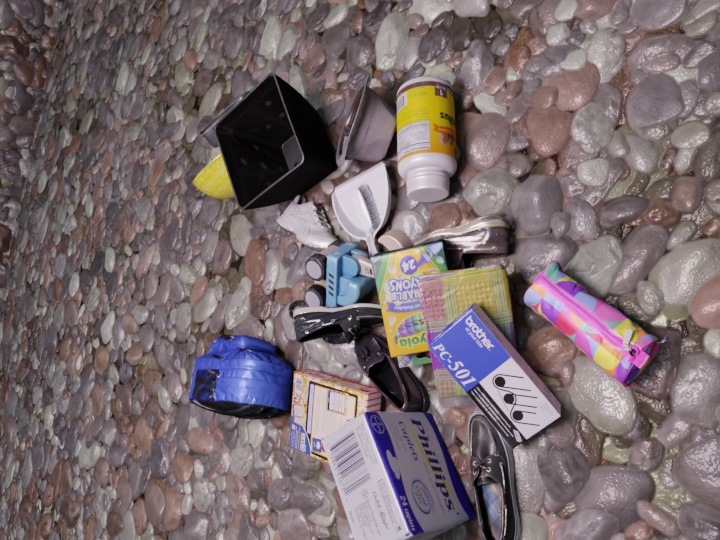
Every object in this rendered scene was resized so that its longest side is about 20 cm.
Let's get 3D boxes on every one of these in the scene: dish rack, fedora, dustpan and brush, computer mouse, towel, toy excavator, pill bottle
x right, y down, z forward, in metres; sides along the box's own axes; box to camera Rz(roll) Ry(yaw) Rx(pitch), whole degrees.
[{"bbox_3d":[-0.272,-0.351,1.353,0.151,0.200,0.055,-33,100,19],"label":"dish rack"},{"bbox_3d":[0.018,-0.274,1.120,0.200,0.088,0.182,158,128,-76],"label":"fedora"},{"bbox_3d":[0.016,-0.091,1.132,0.137,0.057,0.205,-22,86,31],"label":"dustpan and brush"},{"bbox_3d":[-0.084,0.103,1.201,0.198,0.033,0.060,21,111,46],"label":"computer mouse"},{"bbox_3d":[0.173,0.094,0.916,0.139,0.023,0.206,-9,96,14],"label":"towel"},{"bbox_3d":[0.000,0.000,1.082,0.196,0.099,0.200,19,121,26],"label":"toy excavator"},{"bbox_3d":[0.119,-0.233,1.046,0.107,0.108,0.206,-10,75,37],"label":"pill bottle"}]

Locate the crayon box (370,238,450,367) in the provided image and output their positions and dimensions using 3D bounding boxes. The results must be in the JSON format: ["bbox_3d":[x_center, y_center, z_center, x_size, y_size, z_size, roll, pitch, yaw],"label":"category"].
[{"bbox_3d":[0.098,0.062,0.966,0.122,0.052,0.206,-11,96,14],"label":"crayon box"}]

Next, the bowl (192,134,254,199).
[{"bbox_3d":[-0.289,-0.231,1.375,0.198,0.201,0.108,-34,103,29],"label":"bowl"}]

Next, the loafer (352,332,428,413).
[{"bbox_3d":[0.044,0.181,1.050,0.200,0.062,0.073,45,110,37],"label":"loafer"}]

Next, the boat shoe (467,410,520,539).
[{"bbox_3d":[0.201,0.319,0.892,0.068,0.056,0.206,-23,67,34],"label":"boat shoe"}]

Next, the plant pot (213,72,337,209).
[{"bbox_3d":[-0.164,-0.258,1.233,0.197,0.176,0.205,-29,75,31],"label":"plant pot"}]

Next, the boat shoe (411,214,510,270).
[{"bbox_3d":[0.163,-0.032,0.990,0.197,0.074,0.076,-20,68,37],"label":"boat shoe"}]

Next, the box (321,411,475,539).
[{"bbox_3d":[0.061,0.329,0.913,0.104,0.198,0.187,-38,59,24],"label":"box"}]

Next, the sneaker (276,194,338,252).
[{"bbox_3d":[-0.105,-0.099,1.233,0.199,0.074,0.089,35,98,38],"label":"sneaker"}]

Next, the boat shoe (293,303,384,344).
[{"bbox_3d":[-0.032,0.105,1.084,0.193,0.075,0.068,-1,64,3],"label":"boat shoe"}]

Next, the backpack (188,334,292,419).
[{"bbox_3d":[-0.244,0.224,1.219,0.196,0.161,0.173,-4,74,40],"label":"backpack"}]

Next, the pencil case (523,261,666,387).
[{"bbox_3d":[0.326,0.072,0.824,0.200,0.087,0.090,44,108,38],"label":"pencil case"}]

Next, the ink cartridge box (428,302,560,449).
[{"bbox_3d":[0.201,0.158,0.876,0.094,0.044,0.201,-42,86,23],"label":"ink cartridge box"}]

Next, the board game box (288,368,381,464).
[{"bbox_3d":[-0.052,0.285,1.105,0.196,0.046,0.157,7,94,41],"label":"board game box"}]
